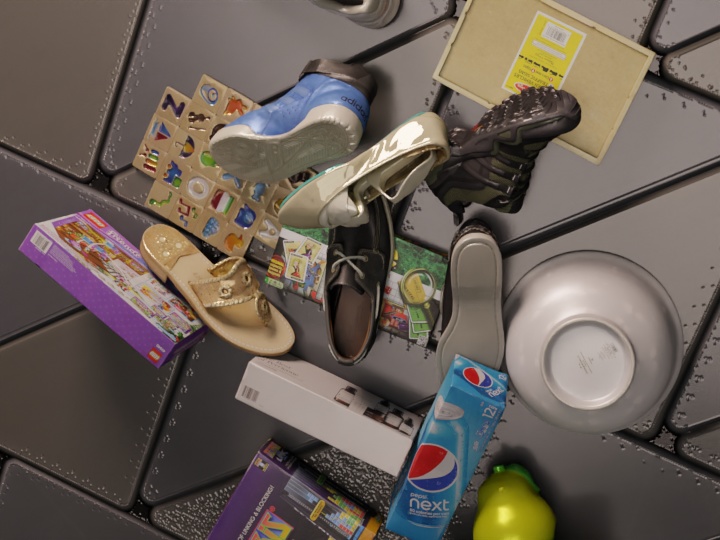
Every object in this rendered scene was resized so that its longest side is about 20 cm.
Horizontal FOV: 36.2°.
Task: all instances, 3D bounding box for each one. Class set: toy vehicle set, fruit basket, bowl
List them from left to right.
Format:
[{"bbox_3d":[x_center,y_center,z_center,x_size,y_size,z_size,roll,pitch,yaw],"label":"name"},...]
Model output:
[{"bbox_3d":[0.173,0.325,1.198,0.212,0.156,0.219,-10,55,14],"label":"fruit basket"},{"bbox_3d":[0.187,-0.211,1.136,0.198,0.027,0.126,29,105,6],"label":"toy vehicle set"},{"bbox_3d":[0.236,0.087,1.146,0.197,0.090,0.205,2,101,12],"label":"bowl"}]

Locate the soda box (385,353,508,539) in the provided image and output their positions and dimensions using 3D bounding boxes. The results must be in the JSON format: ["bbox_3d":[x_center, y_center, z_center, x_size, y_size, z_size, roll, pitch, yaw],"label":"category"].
[{"bbox_3d":[0.092,0.196,1.186,0.063,0.068,0.202,21,117,0],"label":"soda box"}]

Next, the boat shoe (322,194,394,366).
[{"bbox_3d":[-0.004,0.000,1.171,0.071,0.068,0.204,5,97,10],"label":"boat shoe"}]

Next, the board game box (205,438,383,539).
[{"bbox_3d":[-0.092,0.326,1.281,0.164,0.057,0.202,32,105,4],"label":"board game box"}]

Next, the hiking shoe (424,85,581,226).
[{"bbox_3d":[0.153,-0.114,1.127,0.198,0.076,0.101,-21,115,42],"label":"hiking shoe"}]

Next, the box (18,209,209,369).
[{"bbox_3d":[-0.264,0.016,1.222,0.199,0.137,0.039,40,105,3],"label":"box"}]

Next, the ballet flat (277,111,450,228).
[{"bbox_3d":[0.007,-0.086,1.113,0.198,0.069,0.070,-34,92,10],"label":"ballet flat"}]

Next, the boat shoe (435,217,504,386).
[{"bbox_3d":[0.117,0.042,1.179,0.072,0.061,0.203,0,117,4],"label":"boat shoe"}]

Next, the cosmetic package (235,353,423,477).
[{"bbox_3d":[-0.032,0.152,1.223,0.197,0.083,0.051,25,102,7],"label":"cosmetic package"}]

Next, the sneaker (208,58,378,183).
[{"bbox_3d":[-0.068,-0.164,1.180,0.198,0.112,0.077,-11,131,38],"label":"sneaker"}]

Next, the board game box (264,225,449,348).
[{"bbox_3d":[0.000,0.000,1.216,0.197,0.023,0.106,21,102,6],"label":"board game box"}]

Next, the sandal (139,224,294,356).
[{"bbox_3d":[-0.155,0.009,1.218,0.211,0.078,0.070,38,138,8],"label":"sandal"}]

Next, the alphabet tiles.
[{"bbox_3d":[-0.155,-0.114,1.241,0.198,0.006,0.168,30,104,6],"label":"alphabet tiles"}]

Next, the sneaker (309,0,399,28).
[{"bbox_3d":[-0.055,-0.316,1.133,0.197,0.099,0.079,24,104,7],"label":"sneaker"}]
